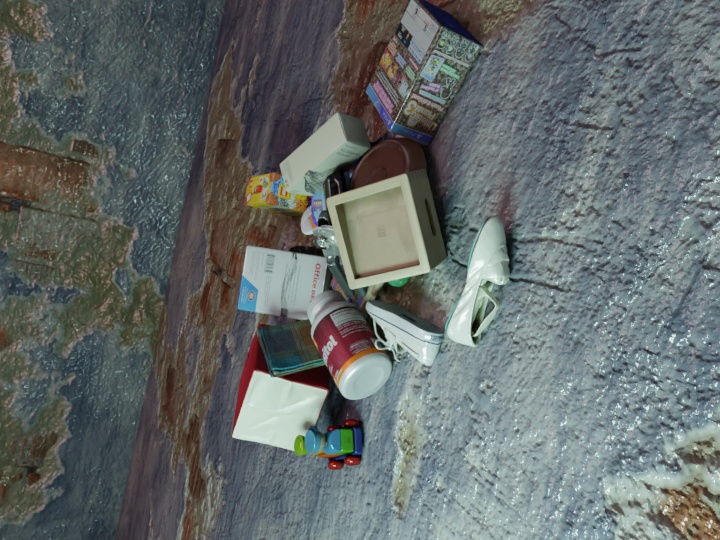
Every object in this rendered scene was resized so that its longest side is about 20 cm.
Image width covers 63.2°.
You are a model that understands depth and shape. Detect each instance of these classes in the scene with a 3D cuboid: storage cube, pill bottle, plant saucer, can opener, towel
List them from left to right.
[{"bbox_3d":[-0.174,0.255,1.277,0.181,0.166,0.204,-103,33,-64],"label":"storage cube"},{"bbox_3d":[-0.109,0.149,1.221,0.147,0.194,0.022,-125,31,-50],"label":"towel"},{"bbox_3d":[-0.033,-0.029,1.093,0.052,0.202,0.068,-1,54,22],"label":"can opener"},{"bbox_3d":[-0.029,0.137,1.133,0.201,0.110,0.115,55,127,40],"label":"pill bottle"},{"bbox_3d":[0.040,-0.165,1.114,0.197,0.034,0.206,-21,60,40],"label":"plant saucer"}]

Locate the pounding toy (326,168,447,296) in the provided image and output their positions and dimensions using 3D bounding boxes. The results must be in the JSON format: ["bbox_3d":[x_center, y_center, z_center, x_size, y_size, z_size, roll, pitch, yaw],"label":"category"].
[{"bbox_3d":[0.048,-0.051,1.019,0.179,0.142,0.206,-12,97,28],"label":"pounding toy"}]

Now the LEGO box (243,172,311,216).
[{"bbox_3d":[-0.206,-0.197,1.546,0.198,0.145,0.080,8,87,60],"label":"LEGO box"}]

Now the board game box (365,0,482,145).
[{"bbox_3d":[0.111,-0.373,1.093,0.203,0.094,0.162,-59,35,31],"label":"board game box"}]

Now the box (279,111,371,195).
[{"bbox_3d":[-0.075,-0.234,1.202,0.198,0.081,0.070,-31,68,40],"label":"box"}]

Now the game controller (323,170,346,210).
[{"bbox_3d":[-0.041,-0.095,1.186,0.104,0.041,0.207,171,92,-66],"label":"game controller"}]

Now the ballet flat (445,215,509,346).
[{"bbox_3d":[0.188,0.023,0.876,0.069,0.068,0.205,46,125,55],"label":"ballet flat"}]

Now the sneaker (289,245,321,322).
[{"bbox_3d":[-0.149,0.039,1.442,0.075,0.077,0.207,-10,74,58],"label":"sneaker"}]

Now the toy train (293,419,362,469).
[{"bbox_3d":[-0.087,0.359,1.189,0.199,0.113,0.087,-35,50,51],"label":"toy train"}]

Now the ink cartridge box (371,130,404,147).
[{"bbox_3d":[0.070,-0.185,1.144,0.098,0.039,0.205,-33,53,33],"label":"ink cartridge box"}]

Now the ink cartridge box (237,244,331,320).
[{"bbox_3d":[-0.172,0.032,1.361,0.084,0.193,0.150,30,-111,-81],"label":"ink cartridge box"}]

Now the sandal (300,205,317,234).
[{"bbox_3d":[-0.054,-0.139,1.358,0.204,0.059,0.081,-31,49,27],"label":"sandal"}]

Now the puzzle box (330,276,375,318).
[{"bbox_3d":[0.000,0.000,1.202,0.135,0.025,0.203,61,139,41],"label":"puzzle box"}]

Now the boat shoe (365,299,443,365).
[{"bbox_3d":[0.069,0.118,1.045,0.200,0.073,0.089,25,105,50],"label":"boat shoe"}]

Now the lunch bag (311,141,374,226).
[{"bbox_3d":[-0.043,-0.182,1.271,0.148,0.093,0.207,3,82,45],"label":"lunch bag"}]
